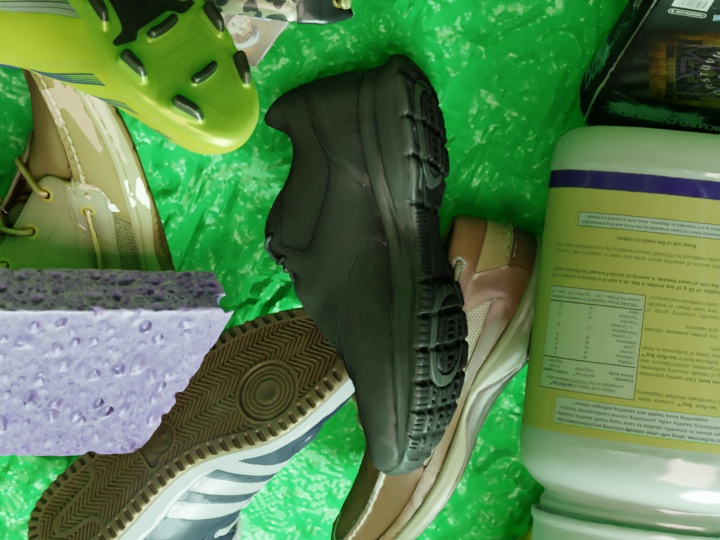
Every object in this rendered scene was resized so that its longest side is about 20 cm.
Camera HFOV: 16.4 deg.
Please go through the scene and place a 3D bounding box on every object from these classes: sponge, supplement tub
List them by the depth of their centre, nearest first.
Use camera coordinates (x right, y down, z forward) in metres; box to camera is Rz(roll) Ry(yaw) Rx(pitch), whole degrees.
[{"bbox_3d":[-0.169,0.044,1.155,0.200,0.030,0.112,1,138,-36],"label":"sponge"},{"bbox_3d":[0.152,0.038,1.177,0.145,0.145,0.200,7,90,-9],"label":"supplement tub"}]

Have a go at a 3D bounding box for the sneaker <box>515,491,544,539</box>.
[{"bbox_3d":[0.129,0.094,1.308,0.200,0.075,0.090,-41,95,22],"label":"sneaker"}]

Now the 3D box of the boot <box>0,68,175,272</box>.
[{"bbox_3d":[-0.176,-0.014,1.192,0.155,0.073,0.200,-21,128,-8],"label":"boot"}]

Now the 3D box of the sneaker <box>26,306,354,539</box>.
[{"bbox_3d":[-0.064,0.101,1.276,0.200,0.070,0.108,-36,143,8],"label":"sneaker"}]

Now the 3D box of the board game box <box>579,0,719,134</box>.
[{"bbox_3d":[0.218,-0.096,1.179,0.200,0.028,0.135,9,154,-10],"label":"board game box"}]

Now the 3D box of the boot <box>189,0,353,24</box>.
[{"bbox_3d":[0.009,-0.187,1.102,0.203,0.073,0.154,4,108,0],"label":"boot"}]

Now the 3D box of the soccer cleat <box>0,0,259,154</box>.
[{"bbox_3d":[-0.131,-0.109,1.106,0.200,0.065,0.084,34,142,7],"label":"soccer cleat"}]

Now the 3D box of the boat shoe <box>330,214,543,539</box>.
[{"bbox_3d":[0.030,0.056,1.273,0.074,0.076,0.200,25,108,-13],"label":"boat shoe"}]

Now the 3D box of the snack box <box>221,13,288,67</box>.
[{"bbox_3d":[-0.112,-0.173,1.144,0.200,0.024,0.072,30,113,-20],"label":"snack box"}]

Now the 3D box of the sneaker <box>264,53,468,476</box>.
[{"bbox_3d":[0.000,0.000,1.200,0.091,0.076,0.200,-7,81,18],"label":"sneaker"}]
